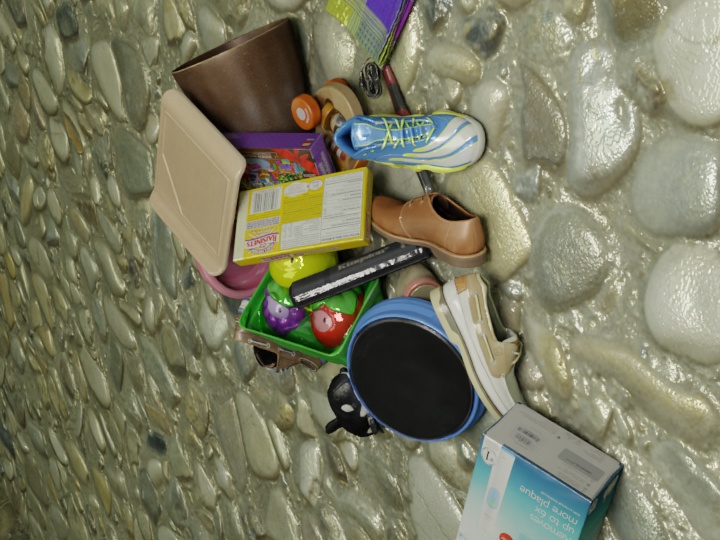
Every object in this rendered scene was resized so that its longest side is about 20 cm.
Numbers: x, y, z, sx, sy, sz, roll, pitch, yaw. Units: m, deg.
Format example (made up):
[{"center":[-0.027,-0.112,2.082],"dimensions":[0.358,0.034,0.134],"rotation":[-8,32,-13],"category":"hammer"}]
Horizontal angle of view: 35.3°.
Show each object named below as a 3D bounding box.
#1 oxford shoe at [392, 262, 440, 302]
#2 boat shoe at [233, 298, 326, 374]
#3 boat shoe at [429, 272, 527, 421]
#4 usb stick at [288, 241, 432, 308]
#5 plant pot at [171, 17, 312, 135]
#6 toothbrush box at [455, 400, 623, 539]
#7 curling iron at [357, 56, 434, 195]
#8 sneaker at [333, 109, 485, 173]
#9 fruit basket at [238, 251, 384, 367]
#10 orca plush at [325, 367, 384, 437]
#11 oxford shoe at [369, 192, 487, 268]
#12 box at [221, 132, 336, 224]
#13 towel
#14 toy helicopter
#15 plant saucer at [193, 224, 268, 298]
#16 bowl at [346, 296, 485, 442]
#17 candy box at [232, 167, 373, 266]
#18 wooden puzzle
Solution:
[{"center":[0.070,0.077,1.508],"dimensions":[0.074,0.070,0.202],"rotation":[-109,26,-52],"category":"oxford shoe"},{"center":[-0.128,0.115,1.714],"dimensions":[0.072,0.200,0.073],"rotation":[14,72,44],"category":"boat shoe"},{"center":[0.158,0.098,1.346],"dimensions":[0.068,0.075,0.202],"rotation":[-27,101,16],"category":"boat shoe"},{"center":[0.000,0.000,1.459],"dimensions":[0.056,0.197,0.033],"rotation":[-88,-24,-74],"category":"usb stick"},{"center":[-0.147,-0.230,1.626],"dimensions":[0.186,0.186,0.202],"rotation":[2,120,57],"category":"plant pot"},{"center":[0.201,0.280,1.315],"dimensions":[0.145,0.085,0.202],"rotation":[30,130,27],"category":"toothbrush box"},{"center":[0.051,-0.184,1.446],"dimensions":[0.049,0.025,0.202],"rotation":[-37,71,34],"category":"curling iron"},{"center":[0.050,-0.153,1.362],"dimensions":[0.198,0.104,0.077],"rotation":[4,100,42],"category":"sneaker"},{"center":[-0.074,0.027,1.562],"dimensions":[0.213,0.157,0.216],"rotation":[26,160,10],"category":"fruit basket"},{"center":[-0.024,0.199,1.594],"dimensions":[0.106,0.070,0.200],"rotation":[62,179,12],"category":"orca plush"},{"center":[0.080,-0.069,1.409],"dimensions":[0.198,0.071,0.072],"rotation":[22,126,41],"category":"oxford shoe"},{"center":[-0.121,-0.124,1.567],"dimensions":[0.197,0.039,0.138],"rotation":[5,133,32],"category":"box"},{"center":[0.021,-0.372,1.410],"dimensions":[0.144,0.023,0.201],"rotation":[53,137,30],"category":"towel"},{"center":[-0.013,-0.157,1.541],"dimensions":[0.131,0.078,0.203],"rotation":[20,130,43],"category":"toy helicopter"},{"center":[-0.185,-0.061,1.707],"dimensions":[0.050,0.199,0.204],"rotation":[8,110,40],"category":"plant saucer"},{"center":[0.071,0.132,1.451],"dimensions":[0.198,0.039,0.203],"rotation":[15,123,24],"category":"bowl"},{"center":[-0.076,-0.069,1.479],"dimensions":[0.197,0.026,0.104],"rotation":[-8,68,27],"category":"candy box"},{"center":[-0.224,-0.122,1.564],"dimensions":[0.185,0.037,0.202],"rotation":[46,137,28],"category":"wooden puzzle"}]
